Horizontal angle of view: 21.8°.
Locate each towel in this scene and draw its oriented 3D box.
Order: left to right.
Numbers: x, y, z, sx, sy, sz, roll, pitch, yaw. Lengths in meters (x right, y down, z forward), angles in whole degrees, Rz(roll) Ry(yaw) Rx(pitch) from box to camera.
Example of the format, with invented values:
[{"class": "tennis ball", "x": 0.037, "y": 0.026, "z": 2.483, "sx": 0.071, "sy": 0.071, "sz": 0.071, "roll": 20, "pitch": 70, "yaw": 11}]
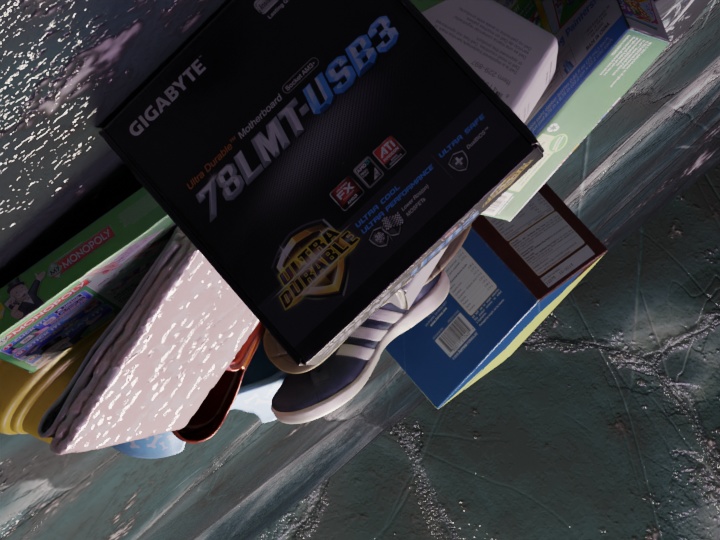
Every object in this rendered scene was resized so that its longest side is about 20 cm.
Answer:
[{"class": "towel", "x": -0.130, "y": 0.044, "z": 1.362, "sx": 0.200, "sy": 0.032, "sz": 0.191, "roll": -54, "pitch": 162, "yaw": 18}]

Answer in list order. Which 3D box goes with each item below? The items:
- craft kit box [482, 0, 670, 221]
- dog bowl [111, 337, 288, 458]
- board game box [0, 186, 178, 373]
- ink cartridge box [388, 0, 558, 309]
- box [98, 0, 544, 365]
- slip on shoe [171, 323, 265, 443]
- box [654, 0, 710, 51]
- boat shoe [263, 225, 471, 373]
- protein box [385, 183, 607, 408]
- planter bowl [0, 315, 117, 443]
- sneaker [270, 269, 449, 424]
[{"class": "craft kit box", "x": 0.126, "y": -0.174, "z": 1.371, "sx": 0.048, "sy": 0.198, "sz": 0.200, "roll": 10, "pitch": 137, "yaw": -33}, {"class": "dog bowl", "x": -0.138, "y": 0.086, "z": 1.604, "sx": 0.199, "sy": 0.112, "sz": 0.050, "roll": -18, "pitch": 149, "yaw": -16}, {"class": "board game box", "x": -0.172, "y": -0.004, "z": 1.300, "sx": 0.200, "sy": 0.029, "sz": 0.135, "roll": -35, "pitch": 168, "yaw": -1}, {"class": "ink cartridge box", "x": 0.021, "y": -0.096, "z": 1.256, "sx": 0.201, "sy": 0.145, "sz": 0.088, "roll": -58, "pitch": 172, "yaw": -7}, {"class": "box", "x": -0.025, "y": -0.079, "z": 1.147, "sx": 0.200, "sy": 0.199, "sz": 0.050, "roll": -42, "pitch": 172, "yaw": 7}, {"class": "slip on shoe", "x": -0.109, "y": 0.053, "z": 1.488, "sx": 0.061, "sy": 0.074, "sz": 0.201, "roll": -108, "pitch": -144, "yaw": -60}, {"class": "box", "x": 0.210, "y": -0.243, "z": 1.570, "sx": 0.200, "sy": 0.124, "sz": 0.197, "roll": -36, "pitch": 171, "yaw": -27}, {"class": "boat shoe", "x": 0.000, "y": 0.001, "z": 1.511, "sx": 0.201, "sy": 0.072, "sz": 0.066, "roll": -41, "pitch": -163, "yaw": 1}, {"class": "protein box", "x": 0.095, "y": -0.013, "z": 1.868, "sx": 0.135, "sy": 0.200, "sz": 0.199, "roll": -31, "pitch": 165, "yaw": -45}, {"class": "planter bowl", "x": -0.207, "y": 0.081, "z": 1.464, "sx": 0.200, "sy": 0.084, "sz": 0.200, "roll": -40, "pitch": 171, "yaw": -8}, {"class": "sneaker", "x": -0.014, "y": 0.039, "z": 1.572, "sx": 0.075, "sy": 0.085, "sz": 0.200, "roll": 12, "pitch": -128, "yaw": 49}]
